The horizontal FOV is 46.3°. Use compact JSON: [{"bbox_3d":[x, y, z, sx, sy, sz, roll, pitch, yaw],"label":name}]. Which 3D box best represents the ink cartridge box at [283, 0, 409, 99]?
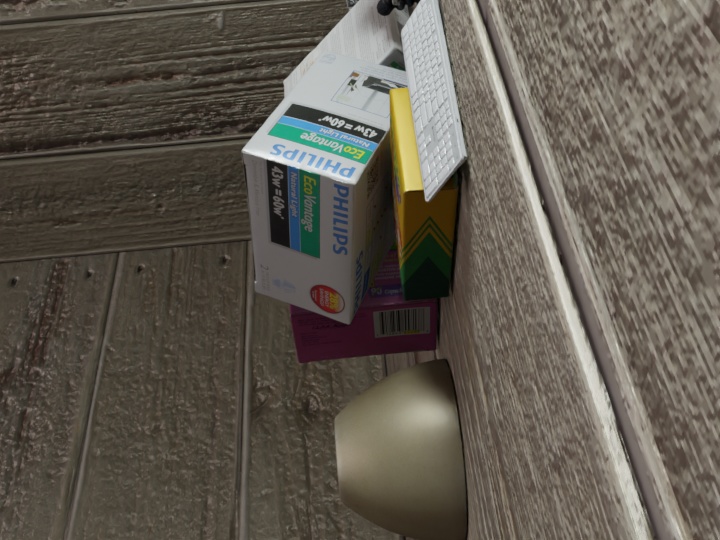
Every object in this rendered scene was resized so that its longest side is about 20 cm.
[{"bbox_3d":[-0.017,-0.243,1.042,0.200,0.050,0.163,-41,37,32],"label":"ink cartridge box"}]

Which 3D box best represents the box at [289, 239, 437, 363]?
[{"bbox_3d":[0.000,0.000,1.059,0.098,0.173,0.202,85,180,-48],"label":"box"}]

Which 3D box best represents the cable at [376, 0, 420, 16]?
[{"bbox_3d":[0.008,-0.366,0.866,0.163,0.050,0.203,-126,16,-76],"label":"cable"}]

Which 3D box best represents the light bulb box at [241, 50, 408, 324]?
[{"bbox_3d":[-0.026,-0.092,0.913,0.200,0.123,0.201,92,-159,-44],"label":"light bulb box"}]

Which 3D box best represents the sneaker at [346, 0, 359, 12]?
[{"bbox_3d":[0.024,-0.326,1.131,0.080,0.072,0.204,-7,-81,-74],"label":"sneaker"}]

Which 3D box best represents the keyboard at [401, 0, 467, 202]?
[{"bbox_3d":[0.058,-0.153,0.714,0.056,0.011,0.203,-44,40,44],"label":"keyboard"}]

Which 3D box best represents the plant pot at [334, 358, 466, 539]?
[{"bbox_3d":[0.040,0.207,0.950,0.200,0.132,0.204,175,90,-89],"label":"plant pot"}]

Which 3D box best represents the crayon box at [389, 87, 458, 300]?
[{"bbox_3d":[0.057,-0.080,0.796,0.201,0.050,0.129,87,179,-54],"label":"crayon box"}]
